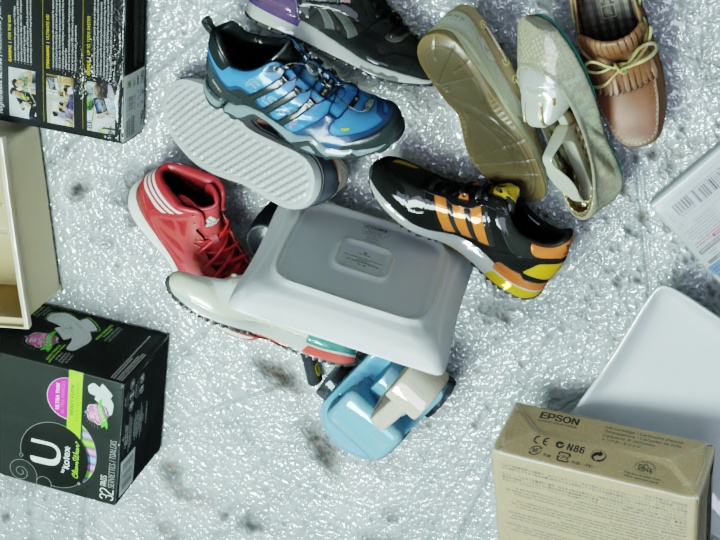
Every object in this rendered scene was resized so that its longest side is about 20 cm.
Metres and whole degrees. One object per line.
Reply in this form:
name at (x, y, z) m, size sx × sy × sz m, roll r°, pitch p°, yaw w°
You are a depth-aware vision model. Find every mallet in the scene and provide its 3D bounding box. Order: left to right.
mallet at (-0.065, 0.021, 1.435) m, size 0.041 × 0.066 × 0.201 m, roll -3°, pitch 125°, yaw 20°

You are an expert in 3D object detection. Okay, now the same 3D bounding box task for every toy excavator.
toy excavator at (0.027, 0.124, 1.353) m, size 0.100 × 0.200 × 0.195 m, roll 41°, pitch 117°, yaw -4°

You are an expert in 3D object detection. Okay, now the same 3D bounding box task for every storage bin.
storage bin at (-0.423, -0.056, 1.470) m, size 0.197 × 0.094 × 0.202 m, roll 3°, pitch 113°, yaw 15°

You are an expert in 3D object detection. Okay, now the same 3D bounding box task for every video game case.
video game case at (0.392, -0.058, 1.274) m, size 0.182 × 0.022 × 0.200 m, roll 46°, pitch 115°, yaw -5°

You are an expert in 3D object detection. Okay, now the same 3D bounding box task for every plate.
plate at (0.000, 0.000, 1.303) m, size 0.198 × 0.200 × 0.032 m, roll 17°, pitch 124°, yaw 3°
plate at (0.320, 0.133, 1.358) m, size 0.199 × 0.032 × 0.201 m, roll 30°, pitch 117°, yaw 2°

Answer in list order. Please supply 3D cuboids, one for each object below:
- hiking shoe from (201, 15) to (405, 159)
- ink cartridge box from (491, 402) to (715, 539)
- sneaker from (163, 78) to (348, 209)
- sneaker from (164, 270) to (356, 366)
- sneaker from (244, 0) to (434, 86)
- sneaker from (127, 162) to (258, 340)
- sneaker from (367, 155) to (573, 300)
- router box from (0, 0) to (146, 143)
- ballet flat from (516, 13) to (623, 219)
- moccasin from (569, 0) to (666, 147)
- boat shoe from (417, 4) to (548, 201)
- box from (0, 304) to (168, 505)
hiking shoe at (-0.055, -0.161, 1.280) m, size 0.199 × 0.075 × 0.087 m, roll 17°, pitch 146°, yaw 13°
ink cartridge box at (0.232, 0.225, 1.367) m, size 0.199 × 0.075 × 0.166 m, roll 11°, pitch 133°, yaw 22°
sneaker at (-0.100, -0.119, 1.366) m, size 0.200 × 0.079 × 0.079 m, roll 36°, pitch 115°, yaw 24°
sneaker at (-0.084, 0.020, 1.362) m, size 0.199 × 0.070 × 0.094 m, roll 21°, pitch 89°, yaw -9°
sneaker at (-0.004, -0.235, 1.290) m, size 0.199 × 0.076 × 0.088 m, roll 24°, pitch 110°, yaw 5°
sneaker at (-0.145, -0.019, 1.386) m, size 0.200 × 0.078 × 0.115 m, roll 46°, pitch 158°, yaw -6°
sneaker at (0.105, -0.061, 1.319) m, size 0.199 × 0.070 × 0.090 m, roll 34°, pitch 130°, yaw -2°
router box at (-0.283, -0.235, 1.379) m, size 0.148 × 0.051 × 0.201 m, roll 12°, pitch 114°, yaw 13°
ballet flat at (0.178, -0.129, 1.252) m, size 0.067 × 0.062 × 0.201 m, roll 14°, pitch 142°, yaw 51°
moccasin at (0.221, -0.202, 1.232) m, size 0.073 × 0.078 × 0.203 m, roll -5°, pitch 110°, yaw 18°
boat shoe at (0.124, -0.150, 1.283) m, size 0.074 × 0.067 × 0.201 m, roll 2°, pitch 137°, yaw 40°
box at (-0.319, 0.133, 1.500) m, size 0.199 × 0.124 × 0.150 m, roll 13°, pitch 114°, yaw 11°
